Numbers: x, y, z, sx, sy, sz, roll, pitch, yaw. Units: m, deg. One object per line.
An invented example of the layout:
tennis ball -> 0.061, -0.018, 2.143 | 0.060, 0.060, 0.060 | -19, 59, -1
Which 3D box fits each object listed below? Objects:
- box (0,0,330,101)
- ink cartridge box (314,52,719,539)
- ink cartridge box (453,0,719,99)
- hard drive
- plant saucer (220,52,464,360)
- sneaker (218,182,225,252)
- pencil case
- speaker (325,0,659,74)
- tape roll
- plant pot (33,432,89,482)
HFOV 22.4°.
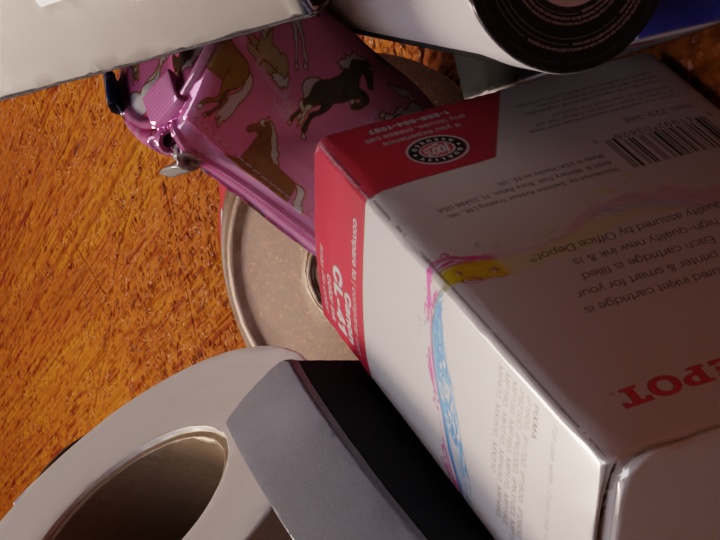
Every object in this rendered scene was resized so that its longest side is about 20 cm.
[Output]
box -> -0.055, -0.165, 0.637 | 0.199, 0.182, 0.105 | -7, 125, 47
ink cartridge box -> 0.089, 0.018, 0.615 | 0.200, 0.146, 0.086 | -127, 30, -47
ink cartridge box -> 0.082, -0.127, 0.697 | 0.200, 0.037, 0.096 | -10, 94, 67
hard drive -> 0.050, 0.093, 0.628 | 0.200, 0.134, 0.043 | 48, 127, 47
plant saucer -> 0.000, 0.000, 0.858 | 0.199, 0.037, 0.203 | 12, 109, 37
sneaker -> -0.024, -0.018, 0.985 | 0.113, 0.071, 0.201 | 94, 153, -43
pencil case -> -0.004, -0.039, 0.719 | 0.199, 0.087, 0.083 | 36, -174, -32
speaker -> 0.029, -0.123, 0.676 | 0.200, 0.081, 0.082 | -155, 53, -63
tape roll -> -0.059, 0.150, 0.762 | 0.139, 0.203, 0.202 | 51, 167, -21
plant pot -> -0.102, 0.176, 1.162 | 0.198, 0.199, 0.202 | -32, 74, 60
